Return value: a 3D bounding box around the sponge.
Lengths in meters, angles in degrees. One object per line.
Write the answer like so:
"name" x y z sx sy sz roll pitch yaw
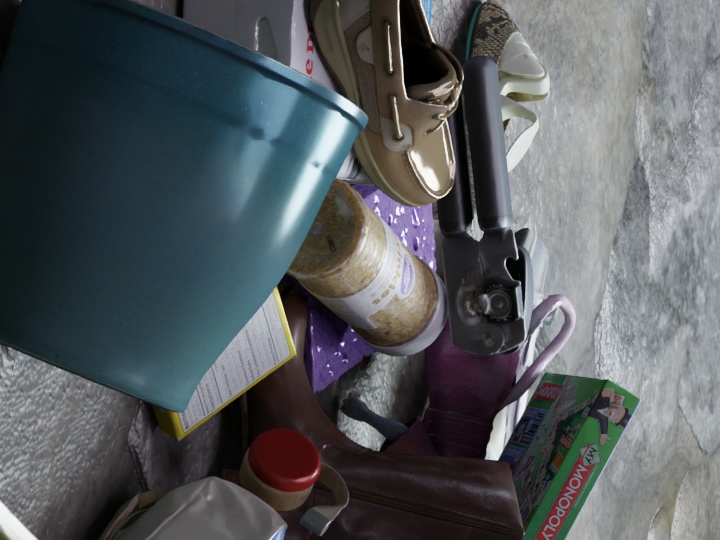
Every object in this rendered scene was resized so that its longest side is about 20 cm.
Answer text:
"sponge" -0.001 0.000 1.754 0.200 0.030 0.112 -34 123 -58

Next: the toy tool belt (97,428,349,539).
"toy tool belt" -0.099 0.191 1.517 0.200 0.125 0.123 -47 165 -47

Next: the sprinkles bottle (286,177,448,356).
"sprinkles bottle" 0.000 0.000 1.621 0.200 0.068 0.069 43 55 -67

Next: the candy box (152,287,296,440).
"candy box" -0.104 -0.005 1.518 0.102 0.026 0.201 -33 126 -27

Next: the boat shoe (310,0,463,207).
"boat shoe" 0.029 -0.111 1.575 0.200 0.064 0.072 62 40 -47

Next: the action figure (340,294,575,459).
"action figure" 0.074 0.112 1.785 0.134 0.148 0.201 31 68 -62

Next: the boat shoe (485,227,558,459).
"boat shoe" 0.108 0.065 1.904 0.065 0.074 0.203 26 63 -22

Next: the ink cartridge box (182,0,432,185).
"ink cartridge box" -0.032 -0.132 1.615 0.200 0.085 0.147 2 92 -62

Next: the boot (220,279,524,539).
"boot" 0.018 0.111 1.610 0.064 0.199 0.188 36 64 -75

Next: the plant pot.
"plant pot" -0.121 -0.032 1.351 0.200 0.199 0.189 28 82 -61

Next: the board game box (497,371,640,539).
"board game box" 0.124 0.135 1.698 0.135 0.029 0.200 -60 -174 -4

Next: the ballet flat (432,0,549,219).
"ballet flat" 0.103 -0.120 1.896 0.068 0.075 0.201 59 42 -46

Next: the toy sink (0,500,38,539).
"toy sink" -0.204 0.209 1.284 0.200 0.111 0.131 59 43 -49

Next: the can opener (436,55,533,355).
"can opener" 0.081 -0.042 1.691 0.067 0.053 0.201 -9 94 -71
